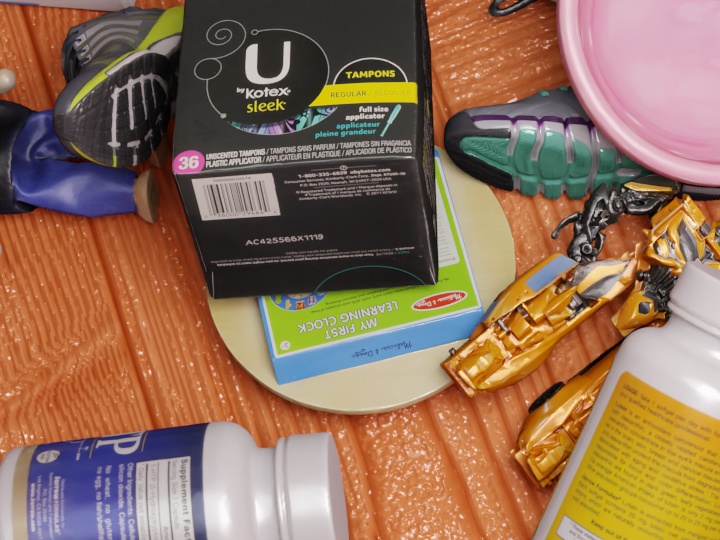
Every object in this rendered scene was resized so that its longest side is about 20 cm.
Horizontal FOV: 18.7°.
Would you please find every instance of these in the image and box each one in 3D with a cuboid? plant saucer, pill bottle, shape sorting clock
[{"bbox_3d":[0.213,-0.150,1.337,0.199,0.051,0.202,1,85,-9],"label":"plant saucer"},{"bbox_3d":[0.184,0.102,1.264,0.110,0.111,0.201,26,99,16],"label":"pill bottle"},{"bbox_3d":[0.000,0.000,1.397,0.198,0.039,0.201,-3,59,5],"label":"shape sorting clock"},{"bbox_3d":[-0.110,0.154,1.315,0.198,0.120,0.121,-7,70,4],"label":"pill bottle"}]

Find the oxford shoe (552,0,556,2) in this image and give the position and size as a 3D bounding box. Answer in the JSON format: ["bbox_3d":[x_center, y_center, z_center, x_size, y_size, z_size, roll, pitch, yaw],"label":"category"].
[{"bbox_3d":[0.207,-0.171,1.411,0.199,0.074,0.071,26,38,-4],"label":"oxford shoe"}]

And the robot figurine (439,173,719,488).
[{"bbox_3d":[0.156,0.034,1.338,0.200,0.058,0.145,-39,94,-5],"label":"robot figurine"}]

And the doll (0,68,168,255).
[{"bbox_3d":[-0.232,-0.068,1.448,0.198,0.049,0.138,4,70,8],"label":"doll"}]

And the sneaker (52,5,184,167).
[{"bbox_3d":[-0.160,-0.120,1.398,0.080,0.200,0.075,7,112,13],"label":"sneaker"}]

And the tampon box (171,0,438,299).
[{"bbox_3d":[-0.031,-0.103,1.366,0.148,0.127,0.201,-5,53,5],"label":"tampon box"}]

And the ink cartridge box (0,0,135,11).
[{"bbox_3d":[-0.216,-0.289,1.505,0.143,0.084,0.202,5,71,9],"label":"ink cartridge box"}]

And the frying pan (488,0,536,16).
[{"bbox_3d":[0.186,-0.210,1.452,0.115,0.031,0.190,35,81,19],"label":"frying pan"}]

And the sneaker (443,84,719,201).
[{"bbox_3d":[0.153,-0.097,1.403,0.198,0.075,0.088,6,61,-2],"label":"sneaker"}]
